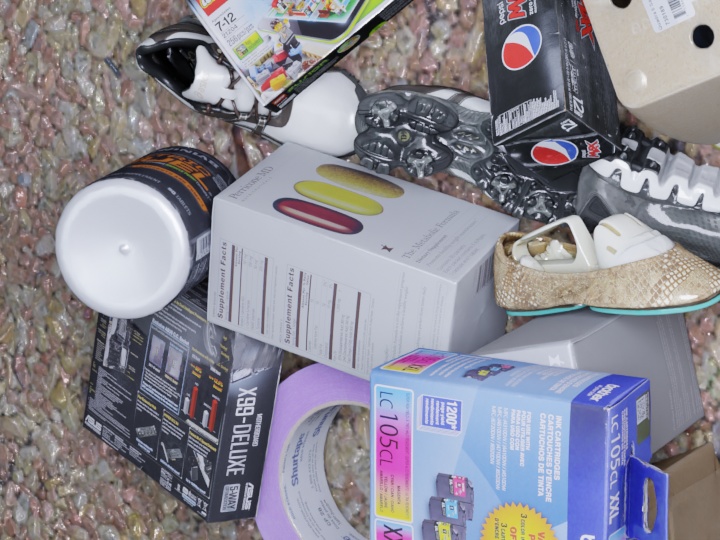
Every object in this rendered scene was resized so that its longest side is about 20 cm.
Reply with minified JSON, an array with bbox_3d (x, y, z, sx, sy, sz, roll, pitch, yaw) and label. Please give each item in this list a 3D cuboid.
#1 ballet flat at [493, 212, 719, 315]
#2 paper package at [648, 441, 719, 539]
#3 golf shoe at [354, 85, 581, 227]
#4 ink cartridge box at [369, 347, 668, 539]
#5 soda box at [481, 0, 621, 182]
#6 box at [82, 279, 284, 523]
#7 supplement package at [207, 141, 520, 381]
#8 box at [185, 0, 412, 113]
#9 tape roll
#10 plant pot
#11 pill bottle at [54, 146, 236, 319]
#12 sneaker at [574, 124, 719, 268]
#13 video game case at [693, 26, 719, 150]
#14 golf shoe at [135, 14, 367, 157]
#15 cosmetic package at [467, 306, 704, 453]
[{"bbox_3d":[0.159,-0.005,1.524,0.200,0.070,0.066,-4,105,47],"label":"ballet flat"},{"bbox_3d":[0.154,0.215,1.587,0.200,0.190,0.104,-24,87,32],"label":"paper package"},{"bbox_3d":[0.096,-0.094,1.626,0.199,0.095,0.078,19,111,1],"label":"golf shoe"},{"bbox_3d":[0.108,0.131,1.434,0.199,0.076,0.137,6,106,27],"label":"ink cartridge box"},{"bbox_3d":[0.127,-0.166,1.544,0.063,0.071,0.201,-23,54,33],"label":"soda box"},{"bbox_3d":[-0.143,0.086,1.786,0.200,0.050,0.158,28,114,49],"label":"box"},{"bbox_3d":[0.000,0.000,1.662,0.199,0.114,0.110,19,124,21],"label":"supplement package"},{"bbox_3d":[-0.021,-0.221,1.657,0.200,0.035,0.110,-39,78,8],"label":"box"},{"bbox_3d":[0.012,0.161,1.738,0.199,0.066,0.201,7,104,30],"label":"tape roll"},{"bbox_3d":[0.237,-0.193,1.433,0.200,0.177,0.200,-20,88,32],"label":"plant pot"},{"bbox_3d":[-0.150,-0.035,1.713,0.106,0.200,0.107,3,103,12],"label":"pill bottle"},{"bbox_3d":[0.235,-0.027,1.554,0.199,0.067,0.091,24,124,6],"label":"sneaker"},{"bbox_3d":[0.265,-0.181,1.536,0.180,0.025,0.201,31,114,23],"label":"video game case"},{"bbox_3d":[-0.084,-0.133,1.722,0.199,0.094,0.078,22,109,25],"label":"golf shoe"},{"bbox_3d":[0.158,0.080,1.551,0.090,0.200,0.107,-8,96,33],"label":"cosmetic package"}]
